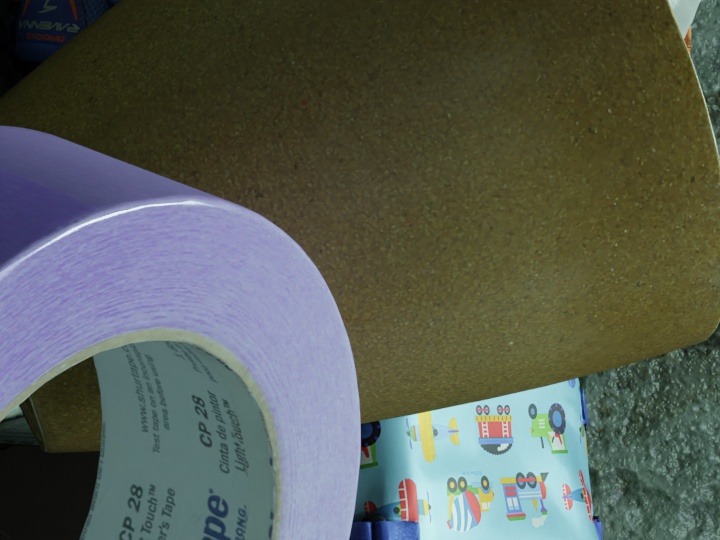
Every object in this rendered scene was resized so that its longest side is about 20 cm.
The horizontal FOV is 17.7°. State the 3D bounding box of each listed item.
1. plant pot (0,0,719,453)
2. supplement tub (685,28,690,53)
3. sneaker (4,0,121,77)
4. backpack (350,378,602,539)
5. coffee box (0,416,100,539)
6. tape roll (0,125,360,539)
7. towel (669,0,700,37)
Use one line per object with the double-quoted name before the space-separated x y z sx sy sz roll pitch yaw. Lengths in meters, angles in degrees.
"plant pot" -0.021 -0.028 0.696 0.186 0.200 0.187 158 -90 -78
"supplement tub" 0.062 -0.092 1.158 0.123 0.199 0.123 4 90 -86
"sneaker" -0.080 -0.099 0.754 0.078 0.075 0.201 -42 130 -45
"backpack" 0.017 0.141 0.954 0.182 0.134 0.201 11 70 -47
"coffee box" -0.080 0.107 0.793 0.200 0.079 0.115 -12 106 -79
"tape roll" -0.086 0.070 0.550 0.200 0.066 0.201 -29 129 -44
"towel" 0.079 -0.156 0.820 0.200 0.032 0.191 -56 131 -63
